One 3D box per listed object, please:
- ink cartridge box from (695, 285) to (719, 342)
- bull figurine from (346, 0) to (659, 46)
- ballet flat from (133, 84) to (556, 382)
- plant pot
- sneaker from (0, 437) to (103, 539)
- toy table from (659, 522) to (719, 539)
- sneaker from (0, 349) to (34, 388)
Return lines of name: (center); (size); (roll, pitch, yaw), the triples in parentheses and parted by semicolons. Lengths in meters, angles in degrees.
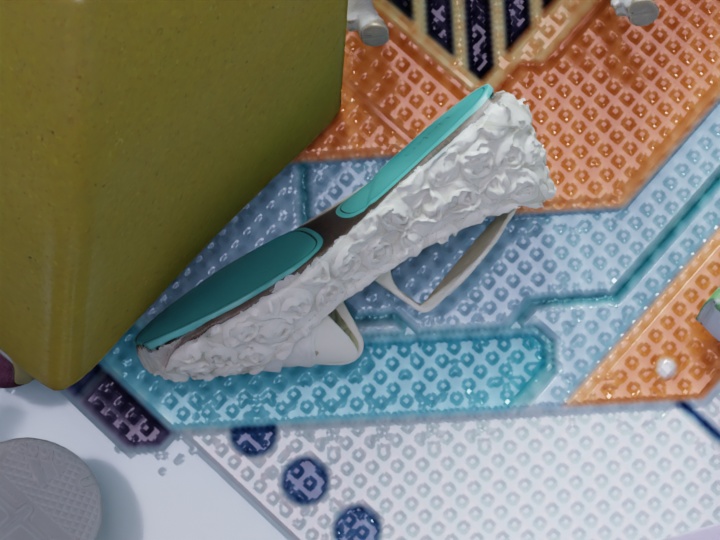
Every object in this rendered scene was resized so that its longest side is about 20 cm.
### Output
ink cartridge box: (0.258, -0.010, 0.854); (0.146, 0.084, 0.200); (41, 87, 9)
bull figurine: (0.075, -0.164, 0.898); (0.198, 0.065, 0.122); (-7, 51, 12)
ballet flat: (0.000, 0.000, 0.888); (0.199, 0.072, 0.072); (-35, 79, -1)
plant pot: (-0.122, -0.115, 0.817); (0.194, 0.200, 0.196); (38, 63, 10)
sneaker: (-0.199, 0.130, 0.840); (0.199, 0.082, 0.078); (-14, 75, -34)
toy table: (0.144, 0.164, 0.800); (0.199, 0.183, 0.118); (-28, 68, 38)
sneaker: (-0.228, 0.002, 0.909); (0.200, 0.075, 0.090); (38, 102, 10)
